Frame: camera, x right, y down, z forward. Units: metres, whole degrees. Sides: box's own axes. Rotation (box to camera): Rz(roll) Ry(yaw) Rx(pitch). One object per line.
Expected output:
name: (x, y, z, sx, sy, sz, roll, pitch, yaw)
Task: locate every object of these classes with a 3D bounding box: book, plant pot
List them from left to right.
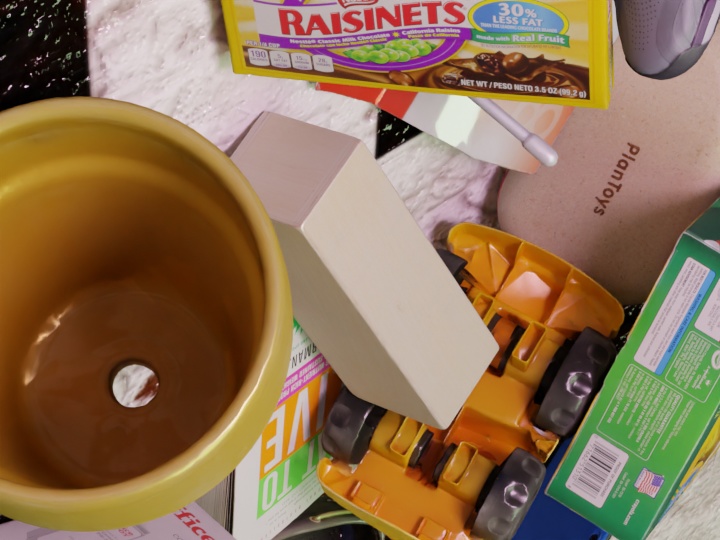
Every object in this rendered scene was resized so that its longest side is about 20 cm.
plant pot: (-0.127, 0.038, 1.250, 0.201, 0.201, 0.189, -45, 166, -8)
book: (-0.045, 0.071, 1.533, 0.133, 0.048, 0.200, -35, 147, -36)

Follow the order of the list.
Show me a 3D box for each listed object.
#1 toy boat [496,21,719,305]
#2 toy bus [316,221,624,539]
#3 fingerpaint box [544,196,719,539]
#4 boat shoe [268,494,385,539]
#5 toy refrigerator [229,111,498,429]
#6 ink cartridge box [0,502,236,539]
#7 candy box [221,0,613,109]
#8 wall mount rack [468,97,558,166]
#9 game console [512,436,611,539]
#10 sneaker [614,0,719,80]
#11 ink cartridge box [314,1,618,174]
toy boat: (0.176, -0.086, 1.601, 0.200, 0.130, 0.131, -65, 177, 25)
toy bus: (0.064, 0.099, 1.596, 0.200, 0.135, 0.192, -58, 171, -19)
fingerpaint box: (0.211, 0.050, 1.554, 0.167, 0.073, 0.200, -36, 154, -60)
boat shoe: (-0.069, 0.199, 1.596, 0.201, 0.060, 0.072, -27, 109, -40)
toy refrigerator: (0.000, 0.000, 1.421, 0.070, 0.076, 0.200, -55, 138, -18)
ink cartridge box: (-0.148, 0.206, 1.435, 0.200, 0.146, 0.083, -14, 133, -46)
candy box: (0.027, -0.131, 1.271, 0.102, 0.199, 0.026, 83, 17, -49)
wall mount rack: (0.072, -0.158, 1.357, 0.174, 0.075, 0.200, 34, 98, -37)
game console: (0.167, 0.184, 1.862, 0.171, 0.118, 0.200, 9, 117, -56)
sneaker: (0.132, -0.196, 1.242, 0.087, 0.074, 0.201, 4, 88, -41)
ink cartridge box: (0.080, -0.146, 1.447, 0.200, 0.050, 0.162, 9, 116, -58)
